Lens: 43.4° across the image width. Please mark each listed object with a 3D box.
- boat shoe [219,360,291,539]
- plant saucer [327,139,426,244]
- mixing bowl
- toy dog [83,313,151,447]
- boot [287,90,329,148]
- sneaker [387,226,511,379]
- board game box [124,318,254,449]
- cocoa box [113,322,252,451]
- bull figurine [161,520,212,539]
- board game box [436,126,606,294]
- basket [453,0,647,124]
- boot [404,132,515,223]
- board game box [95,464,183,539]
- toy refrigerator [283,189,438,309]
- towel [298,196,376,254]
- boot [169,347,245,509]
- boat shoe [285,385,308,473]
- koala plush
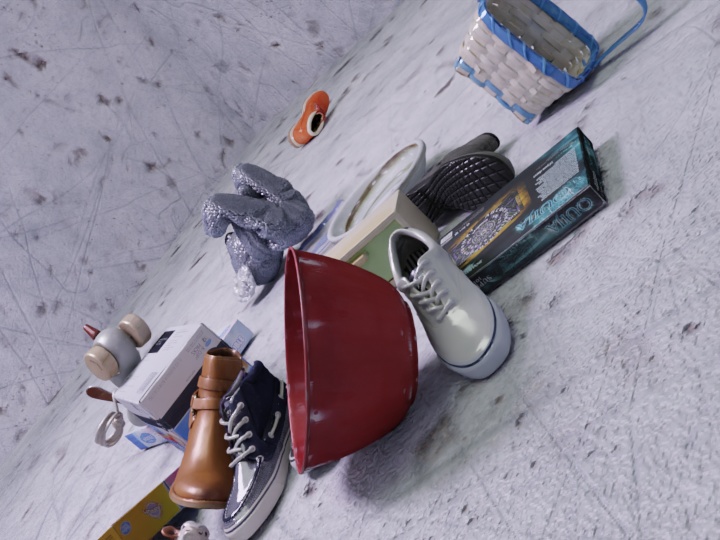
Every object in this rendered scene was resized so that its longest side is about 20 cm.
[{"bbox_3d":[-0.123,0.186,0.963,0.074,0.093,0.201,-37,19,32],"label":"boat shoe"},{"bbox_3d":[0.035,-0.104,1.325,0.200,0.050,0.201,-44,16,16],"label":"plant saucer"},{"bbox_3d":[-0.009,0.077,0.818,0.200,0.107,0.204,177,90,-80],"label":"mixing bowl"},{"bbox_3d":[-0.366,0.149,1.347,0.131,0.095,0.203,-26,-45,-51],"label":"toy dog"},{"bbox_3d":[-0.122,-0.437,2.533,0.107,0.075,0.202,-21,39,52],"label":"boot"},{"bbox_3d":[0.069,0.026,0.825,0.073,0.070,0.200,-50,30,9],"label":"sneaker"},{"bbox_3d":[-0.280,0.188,1.473,0.198,0.043,0.201,-28,25,52],"label":"board game box"},{"bbox_3d":[-0.234,0.165,1.240,0.134,0.131,0.199,-53,16,-20],"label":"cocoa box"},{"bbox_3d":[-0.219,0.336,0.908,0.200,0.065,0.122,-41,16,24],"label":"bull figurine"},{"bbox_3d":[0.153,-0.046,0.906,0.199,0.028,0.136,-40,20,27],"label":"board game box"},{"bbox_3d":[0.215,-0.295,1.078,0.200,0.176,0.140,-46,7,48],"label":"basket"},{"bbox_3d":[0.135,-0.131,1.111,0.131,0.068,0.199,-50,16,-30],"label":"boot"},{"bbox_3d":[-0.279,0.316,1.052,0.153,0.040,0.200,-44,-2,15],"label":"board game box"},{"bbox_3d":[0.000,0.000,1.122,0.199,0.076,0.070,-40,17,24],"label":"toy refrigerator"},{"bbox_3d":[-0.042,-0.062,1.483,0.147,0.024,0.200,-51,16,-9],"label":"towel"},{"bbox_3d":[-0.163,0.176,1.028,0.200,0.075,0.158,-108,28,-85],"label":"boot"},{"bbox_3d":[-0.049,0.129,0.958,0.070,0.064,0.201,-38,18,28],"label":"boat shoe"},{"bbox_3d":[-0.180,-0.050,1.610,0.178,0.182,0.202,-58,-13,-50],"label":"koala plush"}]
